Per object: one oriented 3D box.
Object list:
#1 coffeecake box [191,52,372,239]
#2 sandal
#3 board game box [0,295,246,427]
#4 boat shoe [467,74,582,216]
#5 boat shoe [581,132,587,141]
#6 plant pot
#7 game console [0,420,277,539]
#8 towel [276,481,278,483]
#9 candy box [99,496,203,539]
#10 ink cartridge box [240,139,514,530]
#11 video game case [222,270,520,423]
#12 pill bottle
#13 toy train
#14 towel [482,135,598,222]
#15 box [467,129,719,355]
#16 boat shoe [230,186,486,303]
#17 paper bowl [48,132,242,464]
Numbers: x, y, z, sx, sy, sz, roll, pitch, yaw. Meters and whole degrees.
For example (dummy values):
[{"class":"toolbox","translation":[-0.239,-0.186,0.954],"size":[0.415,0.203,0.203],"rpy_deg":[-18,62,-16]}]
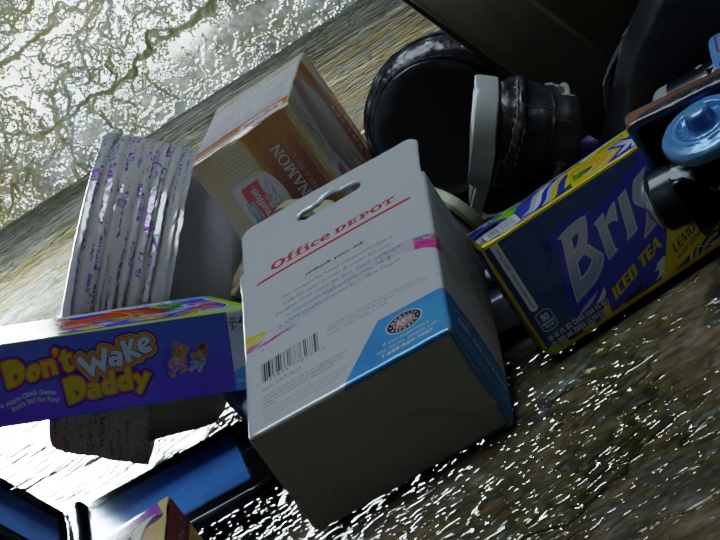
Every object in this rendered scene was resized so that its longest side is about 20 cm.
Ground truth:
[{"class":"coffeecake box","translation":[-0.025,-0.040,1.834],"size":[0.073,0.154,0.200],"rpy_deg":[-33,10,9]},{"class":"sandal","translation":[0.154,-0.102,1.547],"size":[0.076,0.043,0.200],"rpy_deg":[-9,-44,-31]},{"class":"board game box","translation":[-0.165,0.053,1.648],"size":[0.200,0.045,0.134],"rpy_deg":[-8,4,-15]},{"class":"boat shoe","translation":[0.090,-0.068,1.612],"size":[0.060,0.074,0.200],"rpy_deg":[5,-8,3]},{"class":"boat shoe","translation":[0.169,-0.122,1.856],"size":[0.200,0.063,0.073],"rpy_deg":[-55,-22,-14]},{"class":"plant pot","translation":[0.108,-0.201,1.711],"size":[0.174,0.200,0.200],"rpy_deg":[-55,9,5]},{"class":"game console","translation":[-0.151,0.102,1.579],"size":[0.118,0.170,0.200],"rpy_deg":[-59,9,1]},{"class":"towel","translation":[-0.061,0.109,1.640],"size":[0.200,0.018,0.086],"rpy_deg":[-24,10,44]},{"class":"candy box","translation":[-0.160,0.195,1.417],"size":[0.200,0.057,0.117],"rpy_deg":[-34,9,5]},{"class":"ink cartridge box","translation":[0.005,0.027,1.500],"size":[0.115,0.068,0.200],"rpy_deg":[-29,28,13]},{"class":"video game case","translation":[0.022,0.033,1.647],"size":[0.200,0.022,0.182],"rpy_deg":[-27,9,-7]},{"class":"pill bottle","translation":[0.061,-0.098,1.902],"size":[0.112,0.112,0.200],"rpy_deg":[-32,2,10]},{"class":"toy train","translation":[0.221,-0.087,1.405],"size":[0.200,0.087,0.114],"rpy_deg":[-27,31,17]},{"class":"towel","translation":[0.129,-0.057,1.735],"size":[0.200,0.023,0.144],"rpy_deg":[-29,9,-22]},{"class":"box","translation":[0.156,-0.042,1.504],"size":[0.200,0.070,0.064],"rpy_deg":[-34,8,0]},{"class":"boat shoe","translation":[0.000,0.000,1.640],"size":[0.068,0.075,0.200],"rpy_deg":[-52,22,-25]},{"class":"paper bowl","translation":[-0.125,0.020,1.841],"size":[0.104,0.201,0.201],"rpy_deg":[9,13,0]}]
